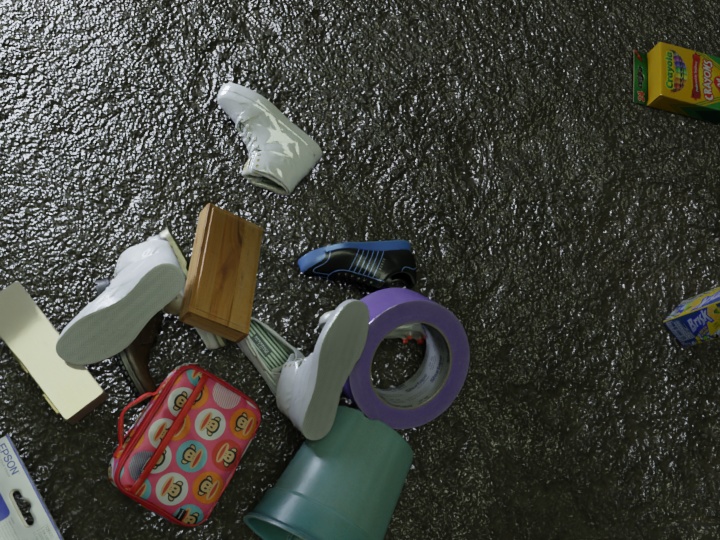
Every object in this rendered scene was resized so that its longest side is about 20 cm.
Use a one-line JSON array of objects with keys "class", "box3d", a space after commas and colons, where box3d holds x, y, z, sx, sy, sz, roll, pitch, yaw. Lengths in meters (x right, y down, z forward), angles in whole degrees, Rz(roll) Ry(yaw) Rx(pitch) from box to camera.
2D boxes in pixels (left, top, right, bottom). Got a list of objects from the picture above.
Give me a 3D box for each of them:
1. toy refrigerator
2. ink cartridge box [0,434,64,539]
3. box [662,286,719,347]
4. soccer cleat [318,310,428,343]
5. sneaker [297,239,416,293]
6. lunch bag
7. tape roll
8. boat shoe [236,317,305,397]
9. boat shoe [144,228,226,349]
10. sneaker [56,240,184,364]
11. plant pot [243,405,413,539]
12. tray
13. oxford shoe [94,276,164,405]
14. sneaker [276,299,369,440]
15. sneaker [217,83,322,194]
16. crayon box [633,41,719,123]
[{"class": "toy refrigerator", "box3d": [-0.449, 0.120, 1.031, 0.070, 0.076, 0.200, -39, 87, -21]}, {"class": "ink cartridge box", "box3d": [-0.515, 0.357, 0.964, 0.199, 0.047, 0.198, -29, 82, -22]}, {"class": "box", "box3d": [0.621, 0.071, 1.256, 0.070, 0.200, 0.064, -39, 86, -21]}, {"class": "soccer cleat", "box3d": [0.027, 0.074, 1.177, 0.199, 0.069, 0.078, 5, 68, -21]}, {"class": "sneaker", "box3d": [0.000, 0.000, 1.185, 0.199, 0.070, 0.078, -7, 70, -17]}, {"class": "lunch bag", "box3d": [-0.255, 0.237, 1.026, 0.176, 0.082, 0.201, 37, 67, -18]}, {"class": "tape roll", "box3d": [0.061, 0.133, 1.111, 0.199, 0.085, 0.201, -5, 104, -21]}, {"class": "boat shoe", "box3d": [-0.118, 0.152, 1.112, 0.200, 0.067, 0.074, 41, 69, 0]}, {"class": "boat shoe", "box3d": [-0.273, 0.039, 1.107, 0.068, 0.075, 0.201, -29, 82, -7]}, {"class": "sneaker", "box3d": [-0.332, 0.040, 1.013, 0.200, 0.116, 0.074, -37, 122, 0]}, {"class": "plant pot", "box3d": [-0.029, 0.314, 1.032, 0.200, 0.200, 0.197, 34, 61, -3]}, {"class": "tray", "box3d": [-0.206, 0.001, 1.099, 0.098, 0.037, 0.201, 25, 47, -29]}, {"class": "oxford shoe", "box3d": [-0.325, 0.097, 1.072, 0.084, 0.073, 0.201, -15, 79, -20]}, {"class": "sneaker", "box3d": [-0.064, 0.125, 1.037, 0.073, 0.115, 0.201, 23, 88, -34]}, {"class": "sneaker", "box3d": [-0.172, -0.210, 1.192, 0.200, 0.074, 0.116, 36, 66, -3]}, {"class": "crayon box", "box3d": [0.653, -0.383, 1.477, 0.199, 0.051, 0.128, 10, 73, -11]}]
